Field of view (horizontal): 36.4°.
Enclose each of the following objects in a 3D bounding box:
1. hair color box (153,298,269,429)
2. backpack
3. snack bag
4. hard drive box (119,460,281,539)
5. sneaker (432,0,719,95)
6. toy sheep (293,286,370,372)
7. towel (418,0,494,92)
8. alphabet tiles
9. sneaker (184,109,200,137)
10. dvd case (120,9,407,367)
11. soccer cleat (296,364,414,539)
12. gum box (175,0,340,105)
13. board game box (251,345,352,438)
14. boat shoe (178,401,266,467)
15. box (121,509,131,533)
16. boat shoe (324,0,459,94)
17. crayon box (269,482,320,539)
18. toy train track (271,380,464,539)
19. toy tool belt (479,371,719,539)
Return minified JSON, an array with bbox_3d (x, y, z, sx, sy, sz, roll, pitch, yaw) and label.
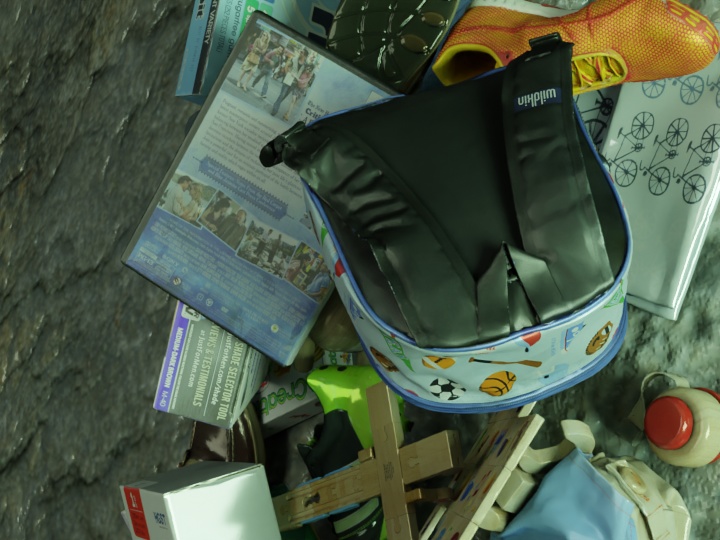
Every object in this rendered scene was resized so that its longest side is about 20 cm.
[{"bbox_3d":[-0.104,0.047,0.869,0.200,0.064,0.110,-84,8,-86],"label":"hair color box"},{"bbox_3d":[0.063,-0.012,0.632,0.199,0.154,0.191,-19,46,2],"label":"backpack"},{"bbox_3d":[0.167,-0.084,0.744,0.200,0.021,0.190,25,100,52],"label":"snack bag"},{"bbox_3d":[-0.104,0.247,0.805,0.156,0.076,0.201,-22,81,65],"label":"hard drive box"},{"bbox_3d":[0.135,-0.133,0.702,0.199,0.073,0.077,7,62,46],"label":"sneaker"},{"bbox_3d":[0.000,0.000,0.834,0.138,0.138,0.200,-54,7,27],"label":"toy sheep"},{"bbox_3d":[0.089,-0.114,0.805,0.112,0.048,0.201,-38,46,29],"label":"towel"},{"bbox_3d":[0.067,0.135,0.671,0.168,0.008,0.200,-56,-4,-9],"label":"alphabet tiles"},{"bbox_3d":[-0.073,-0.068,0.900,0.078,0.200,0.066,9,74,52],"label":"sneaker"},{"bbox_3d":[-0.060,-0.056,0.744,0.142,0.018,0.201,31,97,11],"label":"dvd case"},{"bbox_3d":[-0.003,0.156,0.805,0.081,0.068,0.201,11,116,22],"label":"soccer cleat"},{"bbox_3d":[-0.041,-0.196,0.895,0.044,0.199,0.171,8,86,52],"label":"gum box"},{"bbox_3d":[-0.083,0.082,1.001,0.200,0.034,0.127,-31,57,43],"label":"board game box"},{"bbox_3d":[-0.133,0.193,0.966,0.072,0.072,0.201,8,99,44],"label":"boat shoe"},{"bbox_3d":[-0.135,0.281,0.921,0.039,0.041,0.201,-24,92,55],"label":"box"},{"bbox_3d":[0.009,-0.142,0.778,0.075,0.074,0.201,32,96,8],"label":"boat shoe"},{"bbox_3d":[-0.039,0.277,0.834,0.200,0.051,0.126,48,143,47],"label":"crayon box"},{"bbox_3d":[0.004,0.144,0.731,0.200,0.032,0.115,-30,61,45],"label":"toy train track"},{"bbox_3d":[0.128,0.150,0.639,0.125,0.122,0.201,46,115,48],"label":"toy tool belt"}]
